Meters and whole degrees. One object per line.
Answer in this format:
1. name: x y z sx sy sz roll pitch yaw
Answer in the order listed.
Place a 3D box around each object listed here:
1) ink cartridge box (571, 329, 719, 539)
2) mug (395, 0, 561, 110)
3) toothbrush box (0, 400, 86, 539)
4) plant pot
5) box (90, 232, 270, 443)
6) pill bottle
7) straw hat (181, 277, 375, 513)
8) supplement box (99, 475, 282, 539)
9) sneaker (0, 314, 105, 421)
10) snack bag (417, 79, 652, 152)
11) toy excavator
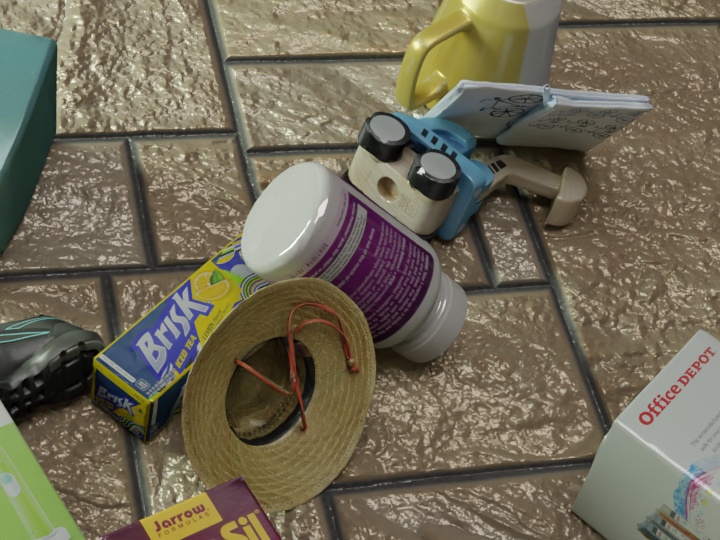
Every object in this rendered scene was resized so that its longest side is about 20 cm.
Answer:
1. ink cartridge box: 0.308 0.184 1.359 0.200 0.145 0.145 39 53 19
2. mug: 0.135 -0.237 1.667 0.148 0.154 0.187 21 49 4
3. toothbrush box: -0.300 0.206 1.210 0.145 0.086 0.200 -23 60 -29
4. plant pot: -0.363 -0.101 1.449 0.140 0.142 0.201 10 56 -5
5. box: -0.145 0.056 1.412 0.070 0.065 0.200 34 52 16
6. pill bottle: 0.000 0.000 1.416 0.200 0.112 0.113 35 40 -32
7. straw hat: -0.086 0.098 1.364 0.200 0.203 0.085 -26 23 -30
8. supplement box: -0.099 0.278 1.211 0.130 0.104 0.200 -22 58 -27
9. sneaker: -0.312 0.096 1.346 0.199 0.076 0.079 -25 46 -37
10. snack bag: 0.163 -0.151 1.593 0.198 0.189 0.022 4 81 -13
11. toy excavator: 0.105 -0.094 1.588 0.194 0.100 0.200 39 44 17
